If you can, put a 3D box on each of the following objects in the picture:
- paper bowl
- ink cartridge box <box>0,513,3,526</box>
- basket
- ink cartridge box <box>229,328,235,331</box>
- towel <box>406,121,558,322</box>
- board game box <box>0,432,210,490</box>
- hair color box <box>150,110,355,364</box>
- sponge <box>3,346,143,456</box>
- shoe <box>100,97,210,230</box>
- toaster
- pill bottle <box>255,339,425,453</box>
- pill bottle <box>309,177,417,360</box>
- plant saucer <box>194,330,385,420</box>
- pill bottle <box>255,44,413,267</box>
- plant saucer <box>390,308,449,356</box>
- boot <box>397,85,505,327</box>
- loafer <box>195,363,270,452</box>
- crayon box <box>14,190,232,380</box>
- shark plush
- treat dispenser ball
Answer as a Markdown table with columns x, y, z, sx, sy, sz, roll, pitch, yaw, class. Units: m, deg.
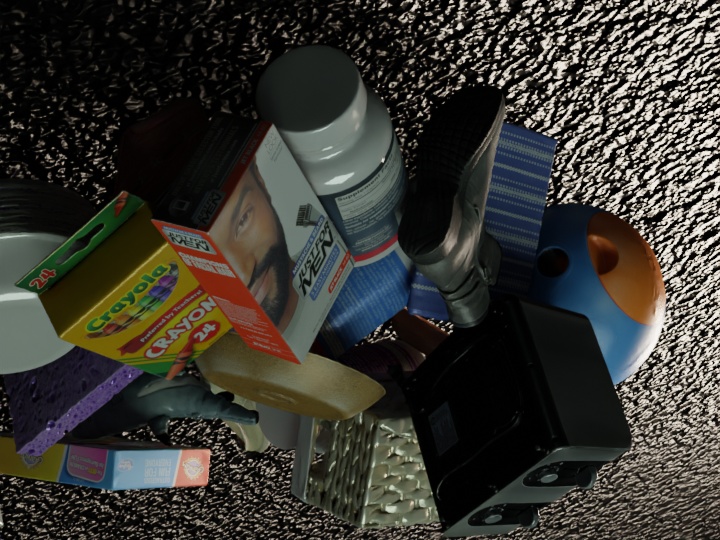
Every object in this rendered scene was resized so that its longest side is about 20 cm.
| x | y | z | sx | sy | sz | roll | pitch | yaw | class |
| --- | --- | --- | --- | --- | --- | --- | --- | --- | --- |
| -0.321 | 0.018 | 1.281 | 0.199 | 0.105 | 0.201 | -13 | 149 | -8 | paper bowl |
| -0.425 | 0.151 | 1.337 | 0.083 | 0.201 | 0.147 | -28 | 149 | 8 | ink cartridge box |
| 0.045 | 0.189 | 1.495 | 0.199 | 0.123 | 0.137 | 1 | 104 | -36 | basket |
| -0.148 | 0.022 | 1.385 | 0.044 | 0.095 | 0.200 | 8 | 164 | 32 | ink cartridge box |
| 0.117 | -0.045 | 1.377 | 0.144 | 0.202 | 0.024 | 11 | -179 | -36 | towel |
| -0.285 | 0.202 | 1.519 | 0.199 | 0.041 | 0.153 | 1 | 175 | 34 | board game box |
| -0.082 | -0.023 | 1.173 | 0.064 | 0.111 | 0.200 | 14 | 154 | 31 | hair color box |
| -0.277 | 0.088 | 1.402 | 0.200 | 0.112 | 0.030 | -38 | 142 | 27 | sponge |
| -0.188 | -0.056 | 1.228 | 0.200 | 0.091 | 0.071 | -44 | 150 | 18 | shoe |
| 0.140 | 0.135 | 1.354 | 0.118 | 0.201 | 0.181 | 12 | 138 | -37 | toaster |
| -0.018 | 0.143 | 1.591 | 0.199 | 0.113 | 0.112 | -6 | 149 | -46 | pill bottle |
| 0.000 | 0.000 | 1.391 | 0.199 | 0.112 | 0.112 | -36 | 149 | -6 | pill bottle |
| -0.076 | 0.104 | 1.349 | 0.199 | 0.036 | 0.200 | 16 | 166 | 4 | plant saucer |
| -0.025 | -0.101 | 1.244 | 0.119 | 0.120 | 0.200 | -20 | 148 | 1 | pill bottle |
| 0.112 | 0.098 | 1.561 | 0.032 | 0.200 | 0.200 | -57 | 142 | 0 | plant saucer |
| 0.098 | -0.060 | 1.314 | 0.069 | 0.201 | 0.132 | 8 | 152 | 33 | boot |
| -0.144 | 0.138 | 1.595 | 0.068 | 0.076 | 0.201 | -14 | 139 | -6 | loafer |
| -0.179 | 0.017 | 1.199 | 0.127 | 0.051 | 0.200 | -40 | 150 | 12 | crayon box |
| -0.204 | 0.152 | 1.513 | 0.198 | 0.084 | 0.091 | 10 | 152 | 3 | shark plush |
| 0.221 | 0.030 | 1.501 | 0.199 | 0.202 | 0.201 | -14 | 148 | -9 | treat dispenser ball |
